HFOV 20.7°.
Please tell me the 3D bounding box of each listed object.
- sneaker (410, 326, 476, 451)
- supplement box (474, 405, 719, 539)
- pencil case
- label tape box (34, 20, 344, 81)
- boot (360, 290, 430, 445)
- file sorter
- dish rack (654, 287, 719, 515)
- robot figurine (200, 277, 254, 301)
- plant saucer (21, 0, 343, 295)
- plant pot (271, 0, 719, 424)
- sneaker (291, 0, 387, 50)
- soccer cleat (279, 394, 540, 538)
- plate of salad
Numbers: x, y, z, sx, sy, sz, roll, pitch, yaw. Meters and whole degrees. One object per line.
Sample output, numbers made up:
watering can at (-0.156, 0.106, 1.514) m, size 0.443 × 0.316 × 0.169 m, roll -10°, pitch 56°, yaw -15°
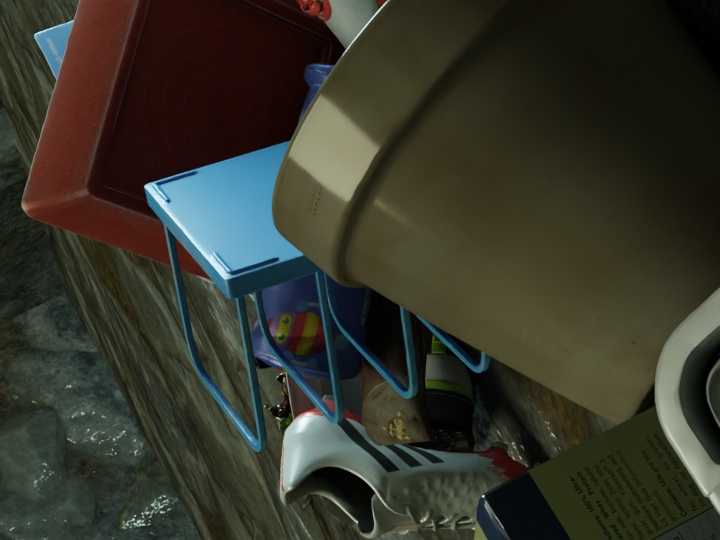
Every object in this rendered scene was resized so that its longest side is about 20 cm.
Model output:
sneaker at (0.055, 0.084, 1.435) m, size 0.200 × 0.071 × 0.084 m, roll 112°, pitch 162°, yaw -75°
supplement box at (0.159, 0.139, 0.792) m, size 0.135 × 0.198 × 0.201 m, roll 58°, pitch 165°, yaw 26°
pencil case at (-0.016, -0.028, 1.240) m, size 0.087 × 0.077 × 0.202 m, roll 7°, pitch -84°, yaw -73°
label tape box at (-0.108, -0.119, 1.348) m, size 0.144 × 0.199 × 0.066 m, roll 61°, pitch 156°, yaw 18°
boot at (0.014, 0.048, 1.341) m, size 0.187 × 0.064 × 0.201 m, roll 91°, pitch 172°, yaw -57°
file sorter at (0.000, 0.000, 1.126) m, size 0.139 × 0.198 × 0.124 m, roll -136°, pitch 32°, yaw -56°
dish rack at (0.208, 0.064, 0.653) m, size 0.043 × 0.172 × 0.201 m, roll 4°, pitch -132°, yaw -52°
robot figurine at (-0.115, -0.070, 1.662) m, size 0.201 × 0.113 × 0.169 m, roll 59°, pitch -169°, yaw 24°
plant saucer at (-0.097, -0.102, 1.243) m, size 0.037 × 0.199 × 0.201 m, roll 7°, pitch 80°, yaw 52°
plant pot at (0.090, -0.033, 0.835) m, size 0.173 × 0.200 × 0.200 m, roll 44°, pitch 160°, yaw 16°
sneaker at (-0.057, -0.201, 1.217) m, size 0.203 × 0.107 × 0.067 m, roll 68°, pitch 166°, yaw -14°
soccer cleat at (0.040, 0.151, 1.333) m, size 0.069 × 0.198 × 0.086 m, roll 109°, pitch 180°, yaw -49°
plate of salad at (-0.029, 0.089, 1.460) m, size 0.200 × 0.048 × 0.202 m, roll -10°, pitch -90°, yaw -73°
